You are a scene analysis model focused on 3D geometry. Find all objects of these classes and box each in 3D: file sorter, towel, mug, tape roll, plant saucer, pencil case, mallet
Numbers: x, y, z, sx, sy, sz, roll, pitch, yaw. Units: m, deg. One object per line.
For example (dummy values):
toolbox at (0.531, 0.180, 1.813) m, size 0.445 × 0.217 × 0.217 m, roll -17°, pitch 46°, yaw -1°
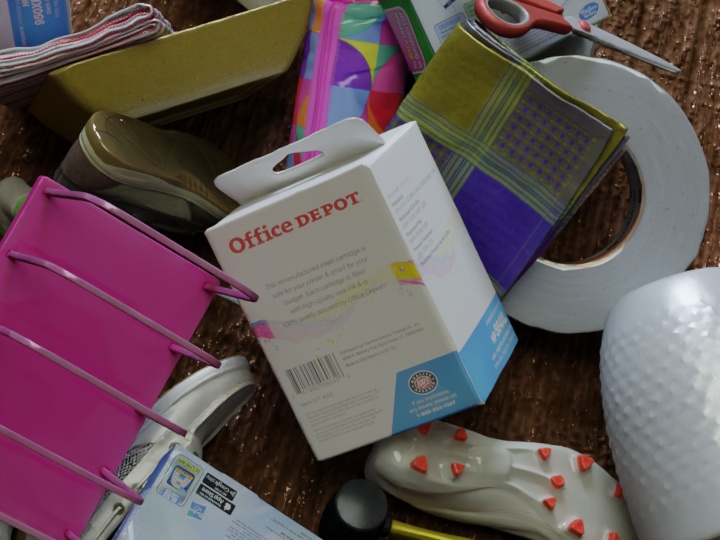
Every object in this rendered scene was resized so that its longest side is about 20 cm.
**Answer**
file sorter at (-0.174, 0.064, 1.054) m, size 0.139 × 0.125 × 0.200 m, roll 32°, pitch 81°, yaw -22°
towel at (-0.207, -0.158, 1.265) m, size 0.146 × 0.200 × 0.030 m, roll -18°, pitch 92°, yaw 1°
mug at (0.253, 0.096, 1.181) m, size 0.200 × 0.147 × 0.176 m, roll 5°, pitch 63°, yaw -50°
tape roll at (0.152, -0.055, 1.256) m, size 0.200 × 0.066 × 0.201 m, roll 0°, pitch 91°, yaw 2°
plant saucer at (-0.141, -0.141, 1.290) m, size 0.199 × 0.200 × 0.049 m, roll -19°, pitch 92°, yaw -15°
towel at (0.076, -0.061, 1.191) m, size 0.144 × 0.200 × 0.023 m, roll 37°, pitch 24°, yaw 1°
pencil case at (-0.012, -0.107, 1.264) m, size 0.088 × 0.088 × 0.201 m, roll 9°, pitch 96°, yaw 1°
mallet at (0.071, 0.183, 1.160) m, size 0.199 × 0.066 × 0.041 m, roll 11°, pitch 61°, yaw 2°

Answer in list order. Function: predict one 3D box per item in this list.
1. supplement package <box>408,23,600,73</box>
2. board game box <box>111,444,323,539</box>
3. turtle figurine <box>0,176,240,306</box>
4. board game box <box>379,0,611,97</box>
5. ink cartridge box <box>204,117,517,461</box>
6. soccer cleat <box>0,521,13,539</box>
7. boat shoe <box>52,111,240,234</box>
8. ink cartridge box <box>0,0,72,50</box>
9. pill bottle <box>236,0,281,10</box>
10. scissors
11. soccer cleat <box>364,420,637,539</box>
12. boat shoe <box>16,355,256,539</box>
supplement package at (0.087, -0.204, 1.345) m, size 0.199 × 0.117 × 0.117 m, roll 14°, pitch 97°, yaw 3°
board game box at (-0.088, 0.248, 1.086) m, size 0.200 × 0.043 × 0.199 m, roll 34°, pitch 59°, yaw -7°
turtle figurine at (-0.212, 0.024, 1.231) m, size 0.194 × 0.200 × 0.144 m, roll 29°, pitch 88°, yaw 38°
board game box at (0.074, -0.240, 1.223) m, size 0.153 × 0.040 × 0.200 m, roll -28°, pitch 97°, yaw -24°
ink cartridge box at (0.000, 0.000, 1.154) m, size 0.128 × 0.125 × 0.200 m, roll -21°, pitch 100°, yaw 23°
soccer cleat at (-0.260, 0.187, 1.119) m, size 0.068 × 0.085 × 0.200 m, roll 5°, pitch 57°, yaw 1°
boat shoe at (-0.145, -0.061, 1.244) m, size 0.065 × 0.200 × 0.073 m, roll -36°, pitch 59°, yaw 20°
ink cartridge box at (-0.338, -0.248, 1.380) m, size 0.199 × 0.084 × 0.145 m, roll -6°, pitch 59°, yaw -8°
pill bottle at (-0.101, -0.286, 1.381) m, size 0.113 × 0.113 × 0.200 m, roll -28°, pitch 42°, yaw -20°
scissors at (0.146, -0.180, 1.213) m, size 0.200 × 0.014 × 0.073 m, roll 5°, pitch 45°, yaw -37°
soccer cleat at (0.099, 0.150, 1.186) m, size 0.200 × 0.078 × 0.069 m, roll 20°, pitch 63°, yaw -15°
boat shoe at (-0.137, 0.141, 1.170) m, size 0.200 × 0.071 × 0.069 m, roll -42°, pitch 70°, yaw -15°
